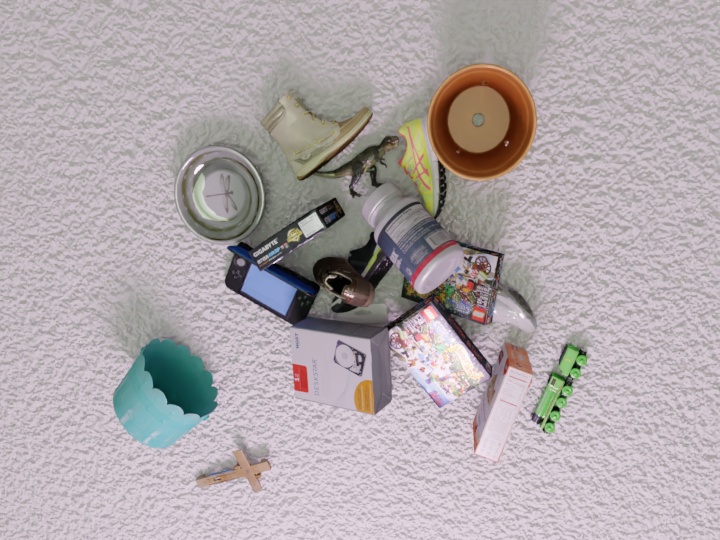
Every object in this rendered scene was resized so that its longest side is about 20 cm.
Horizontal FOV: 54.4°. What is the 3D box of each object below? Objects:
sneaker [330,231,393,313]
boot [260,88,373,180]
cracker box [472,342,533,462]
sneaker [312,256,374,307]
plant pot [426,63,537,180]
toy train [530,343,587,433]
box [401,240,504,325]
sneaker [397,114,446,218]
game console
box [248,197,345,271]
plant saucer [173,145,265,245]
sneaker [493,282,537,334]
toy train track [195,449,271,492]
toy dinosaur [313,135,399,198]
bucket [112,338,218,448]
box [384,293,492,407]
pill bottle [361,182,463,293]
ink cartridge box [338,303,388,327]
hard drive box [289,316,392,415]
[{"bbox_3d":[0.000,0.000,1.460,0.201,0.071,0.083,-49,61,15],"label":"sneaker"},{"bbox_3d":[-0.087,-0.298,1.386,0.198,0.072,0.156,-37,91,9],"label":"boot"},{"bbox_3d":[0.289,0.268,1.442,0.056,0.134,0.205,19,105,3],"label":"cracker box"},{"bbox_3d":[-0.050,0.012,1.399,0.074,0.198,0.072,18,95,-40],"label":"sneaker"},{"bbox_3d":[0.222,-0.280,1.312,0.194,0.140,0.206,2,104,6],"label":"plant pot"},{"bbox_3d":[0.415,0.249,1.470,0.055,0.042,0.204,24,106,11],"label":"toy train"},{"bbox_3d":[0.180,0.012,1.398,0.196,0.037,0.141,17,107,32],"label":"box"},{"bbox_3d":[0.120,-0.201,1.386,0.088,0.078,0.206,-6,98,17],"label":"sneaker"},{"bbox_3d":[-0.192,0.037,1.436,0.197,0.119,0.173,29,123,0],"label":"game console"},{"bbox_3d":[-0.119,-0.075,1.376,0.157,0.200,0.047,-31,96,14],"label":"box"},{"bbox_3d":[-0.287,-0.158,1.456,0.194,0.050,0.206,2,103,7],"label":"plant saucer"},{"bbox_3d":[0.270,0.071,1.434,0.199,0.078,0.100,40,113,6],"label":"sneaker"},{"bbox_3d":[-0.292,0.465,1.623,0.195,0.033,0.117,-18,108,17],"label":"toy train track"},{"bbox_3d":[0.003,-0.198,1.408,0.196,0.047,0.090,-23,86,19],"label":"toy dinosaur"},{"bbox_3d":[-0.420,0.267,1.505,0.135,0.208,0.207,-43,96,17],"label":"bucket"},{"bbox_3d":[0.152,0.164,1.405,0.135,0.038,0.201,-35,102,27],"label":"box"},{"bbox_3d":[0.094,-0.068,1.351,0.120,0.119,0.201,-46,68,16],"label":"pill bottle"},{"bbox_3d":[0.005,0.178,1.491,0.112,0.067,0.206,-2,104,9],"label":"ink cartridge box"},{"bbox_3d":[-0.040,0.189,1.416,0.196,0.076,0.161,4,105,32],"label":"hard drive box"}]
